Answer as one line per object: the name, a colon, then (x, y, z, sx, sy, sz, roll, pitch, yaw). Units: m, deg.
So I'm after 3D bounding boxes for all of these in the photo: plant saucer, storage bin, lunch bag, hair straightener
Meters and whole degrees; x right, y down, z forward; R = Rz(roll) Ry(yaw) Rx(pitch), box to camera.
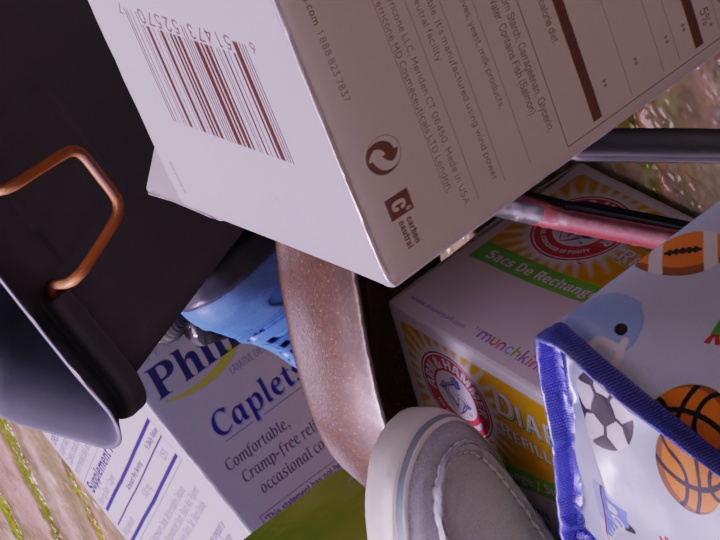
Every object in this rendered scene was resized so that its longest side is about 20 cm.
plant saucer: (0.000, 0.000, 1.019, 0.200, 0.037, 0.201, -9, -90, -80)
storage bin: (-0.121, -0.054, 0.976, 0.145, 0.134, 0.200, 9, 142, 53)
lunch bag: (0.178, 0.059, 0.750, 0.200, 0.170, 0.124, 35, 153, 36)
hair straightener: (0.058, -0.053, 0.896, 0.200, 0.041, 0.077, 10, 96, 19)

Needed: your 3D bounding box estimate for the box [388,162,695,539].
box: (0.118, 0.060, 0.951, 0.200, 0.101, 0.113, 30, 147, 44)

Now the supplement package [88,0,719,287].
supplement package: (0.032, -0.106, 0.765, 0.117, 0.200, 0.117, 20, 140, 52)

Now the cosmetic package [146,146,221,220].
cosmetic package: (-0.004, -0.113, 0.843, 0.051, 0.082, 0.200, 22, 103, 53)

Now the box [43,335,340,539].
box: (-0.053, 0.101, 1.327, 0.200, 0.105, 0.184, 50, 157, 8)

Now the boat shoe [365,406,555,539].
boat shoe: (0.069, 0.133, 0.947, 0.071, 0.070, 0.201, -1, 124, 42)

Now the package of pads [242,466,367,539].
package of pads: (0.044, 0.120, 1.106, 0.200, 0.154, 0.068, 6, 128, 60)

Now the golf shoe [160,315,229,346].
golf shoe: (-0.117, -0.028, 1.229, 0.200, 0.094, 0.078, -109, 4, -62)

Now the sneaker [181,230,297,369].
sneaker: (-0.025, 0.008, 1.110, 0.079, 0.066, 0.200, 62, -168, -1)
